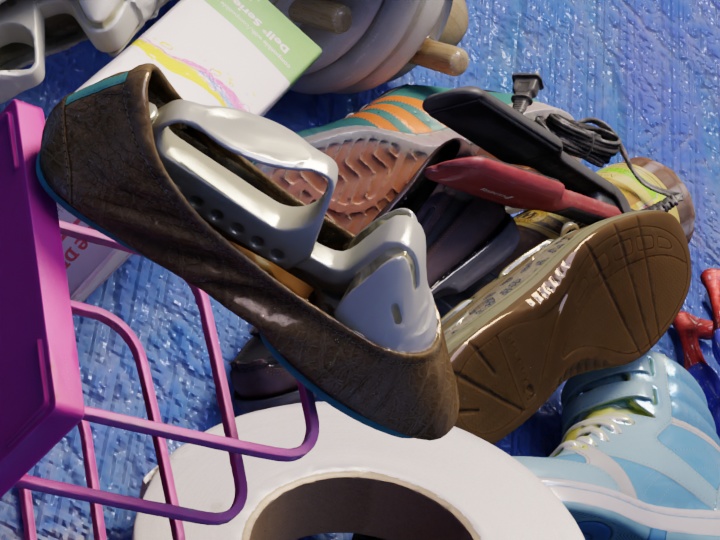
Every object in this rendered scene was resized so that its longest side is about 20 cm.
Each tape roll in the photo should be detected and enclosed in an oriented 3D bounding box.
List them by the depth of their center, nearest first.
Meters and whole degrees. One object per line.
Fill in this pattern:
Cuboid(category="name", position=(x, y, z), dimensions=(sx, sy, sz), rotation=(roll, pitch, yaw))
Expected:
Cuboid(category="tape roll", position=(-0.001, 0.133, 1.131), dimensions=(0.203, 0.037, 0.203), rotation=(6, 37, -4))

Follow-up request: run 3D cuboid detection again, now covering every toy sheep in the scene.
Cuboid(category="toy sheep", position=(-0.017, -0.154, 1.373), dimensions=(0.200, 0.138, 0.138), rotation=(22, 42, -45))

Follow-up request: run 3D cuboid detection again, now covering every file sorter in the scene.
Cuboid(category="file sorter", position=(-0.126, 0.061, 1.025), dimensions=(0.125, 0.200, 0.139), rotation=(17, 46, -35))

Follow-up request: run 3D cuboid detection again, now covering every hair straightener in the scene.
Cuboid(category="hair straightener", position=(0.101, -0.065, 1.329), dimensions=(0.200, 0.041, 0.077), rotation=(13, 68, -47))

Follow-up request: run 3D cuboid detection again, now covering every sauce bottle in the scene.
Cuboid(category="sauce bottle", position=(0.099, -0.003, 1.389), dimensions=(0.065, 0.065, 0.200), rotation=(52, 43, 9))

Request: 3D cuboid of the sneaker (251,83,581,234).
Cuboid(category="sneaker", position=(0.014, -0.054, 1.369), dimensions=(0.200, 0.071, 0.080), rotation=(-10, 21, -31))

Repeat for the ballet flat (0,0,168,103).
Cuboid(category="ballet flat", position=(-0.144, -0.113, 1.204), dimensions=(0.200, 0.072, 0.072), rotation=(-26, 68, -5))

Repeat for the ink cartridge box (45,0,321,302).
Cuboid(category="ink cartridge box", position=(-0.111, -0.048, 1.201), dimensions=(0.067, 0.117, 0.200), rotation=(44, 37, -3))

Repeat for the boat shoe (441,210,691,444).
Cuboid(category="boat shoe", position=(0.086, 0.023, 1.303), dimensions=(0.200, 0.063, 0.073), rotation=(-28, 110, -38))

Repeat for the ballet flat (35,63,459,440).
Cuboid(category="ballet flat", position=(-0.024, -0.010, 0.970), dimensions=(0.200, 0.072, 0.068), rotation=(37, 34, -18))

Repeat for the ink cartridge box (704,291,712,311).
Cuboid(category="ink cartridge box", position=(0.299, 0.052, 1.457), dimensions=(0.083, 0.147, 0.200), rotation=(-2, 56, -42))

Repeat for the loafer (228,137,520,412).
Cuboid(category="loafer", position=(0.000, 0.000, 1.273), dimensions=(0.200, 0.072, 0.063), rotation=(-35, 113, -43))

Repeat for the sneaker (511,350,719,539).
Cuboid(category="sneaker", position=(0.110, 0.092, 1.308), dimensions=(0.200, 0.080, 0.131), rotation=(18, 46, -43))

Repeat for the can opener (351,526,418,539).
Cuboid(category="can opener", position=(0.013, 0.174, 1.154), dimensions=(0.079, 0.063, 0.200), rotation=(28, 41, -20))

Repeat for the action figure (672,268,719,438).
Cuboid(category="action figure", position=(0.207, 0.091, 1.404), dimensions=(0.052, 0.065, 0.200), rotation=(17, 44, -21))
